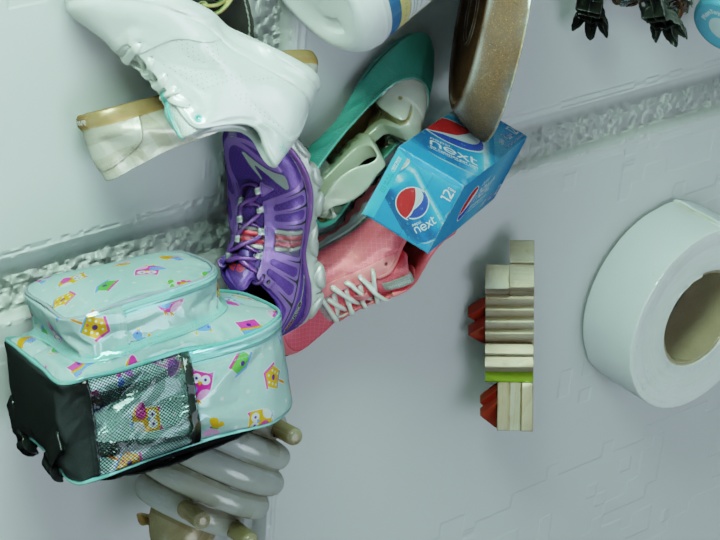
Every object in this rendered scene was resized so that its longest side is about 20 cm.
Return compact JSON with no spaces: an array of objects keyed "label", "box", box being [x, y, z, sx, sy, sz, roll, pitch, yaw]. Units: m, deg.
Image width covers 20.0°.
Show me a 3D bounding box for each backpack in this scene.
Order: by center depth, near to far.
[{"label":"backpack","box":[-0.154,0.067,1.539,0.199,0.176,0.154,-6,100,-25]}]

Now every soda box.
[{"label":"soda box","box":[0.073,-0.080,1.685,0.068,0.064,0.200,-62,171,22]}]

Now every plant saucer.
[{"label":"plant saucer","box":[0.104,-0.204,1.651,0.034,0.200,0.201,9,112,-7]}]

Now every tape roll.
[{"label":"tape roll","box":[0.318,0.034,2.053,0.202,0.071,0.203,-22,127,-32]}]

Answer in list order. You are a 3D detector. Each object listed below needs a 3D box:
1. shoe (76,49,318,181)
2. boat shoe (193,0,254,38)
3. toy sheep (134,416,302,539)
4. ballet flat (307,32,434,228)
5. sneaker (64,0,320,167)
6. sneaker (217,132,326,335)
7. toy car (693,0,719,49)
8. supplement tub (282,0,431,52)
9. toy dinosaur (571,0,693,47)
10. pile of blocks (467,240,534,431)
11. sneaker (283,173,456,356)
[{"label":"shoe","box":[-0.118,-0.120,1.547,0.200,0.070,0.054,-20,93,-24]},{"label":"boat shoe","box":[-0.124,-0.219,1.494,0.072,0.061,0.201,-44,136,-14]},{"label":"toy sheep","box":[-0.116,0.148,1.671,0.138,0.138,0.200,31,84,-48]},{"label":"ballet flat","box":[0.010,-0.108,1.679,0.200,0.070,0.067,-49,136,-10]},{"label":"sneaker","box":[-0.128,-0.141,1.472,0.200,0.075,0.089,25,77,-17]},{"label":"sneaker","box":[-0.076,-0.029,1.618,0.083,0.080,0.201,-40,131,-43]},{"label":"toy car","box":[0.383,-0.327,1.837,0.184,0.177,0.200,-47,126,-26]},{"label":"supplement tub","box":[0.030,-0.275,1.541,0.200,0.145,0.145,-40,135,-17]},{"label":"toy dinosaur","box":[0.244,-0.274,1.801,0.200,0.102,0.136,39,61,-35]},{"label":"pile of blocks","box":[0.132,0.062,1.917,0.062,0.082,0.201,1,110,4]},{"label":"sneaker","box":[0.000,0.000,1.722,0.200,0.087,0.074,-46,137,-11]}]
